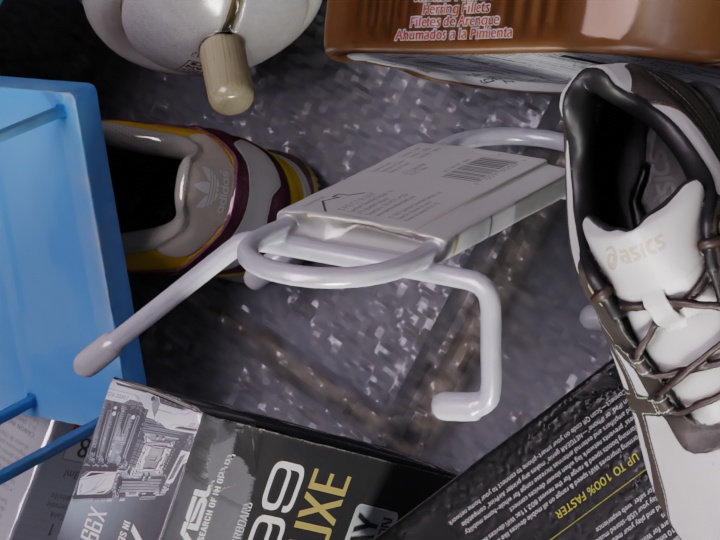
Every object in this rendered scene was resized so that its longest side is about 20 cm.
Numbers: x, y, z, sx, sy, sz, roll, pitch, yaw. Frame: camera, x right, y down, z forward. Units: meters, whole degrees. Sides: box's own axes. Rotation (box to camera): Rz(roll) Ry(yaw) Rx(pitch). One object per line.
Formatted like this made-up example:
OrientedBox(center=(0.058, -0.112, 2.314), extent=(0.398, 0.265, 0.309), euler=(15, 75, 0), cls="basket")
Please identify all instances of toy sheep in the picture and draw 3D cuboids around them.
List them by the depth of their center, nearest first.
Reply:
OrientedBox(center=(-0.063, -0.147, 1.184), extent=(0.138, 0.138, 0.200), euler=(-29, 47, 28), cls="toy sheep")

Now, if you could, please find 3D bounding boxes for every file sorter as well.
OrientedBox(center=(-0.202, 0.005, 1.164), extent=(0.200, 0.123, 0.139), euler=(7, 114, 39), cls="file sorter")

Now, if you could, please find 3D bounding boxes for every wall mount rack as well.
OrientedBox(center=(0.000, 0.000, 1.078), extent=(0.173, 0.200, 0.075), euler=(10, 110, 29), cls="wall mount rack")

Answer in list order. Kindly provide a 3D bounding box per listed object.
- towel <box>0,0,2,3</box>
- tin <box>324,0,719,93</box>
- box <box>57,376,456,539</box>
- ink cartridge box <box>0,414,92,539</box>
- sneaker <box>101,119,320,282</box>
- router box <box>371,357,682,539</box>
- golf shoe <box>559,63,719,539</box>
OrientedBox(center=(-0.172, -0.108, 1.250), extent=(0.147, 0.022, 0.200), euler=(-93, 24, -44), cls="towel")
OrientedBox(center=(0.072, -0.087, 1.073), extent=(0.200, 0.112, 0.042), euler=(4, 91, 47), cls="tin")
OrientedBox(center=(-0.056, 0.150, 1.088), extent=(0.050, 0.158, 0.200), euler=(19, 90, 38), cls="box")
OrientedBox(center=(-0.195, 0.109, 1.278), extent=(0.162, 0.050, 0.200), euler=(28, 101, 38), cls="ink cartridge box")
OrientedBox(center=(-0.117, -0.032, 1.220), extent=(0.200, 0.090, 0.075), euler=(-4, 76, 36), cls="sneaker")
OrientedBox(center=(0.111, 0.106, 1.037), extent=(0.200, 0.051, 0.149), euler=(-38, 59, 21), cls="router box")
OrientedBox(center=(0.106, 0.023, 0.972), extent=(0.078, 0.094, 0.200), euler=(-28, 65, 20), cls="golf shoe")
